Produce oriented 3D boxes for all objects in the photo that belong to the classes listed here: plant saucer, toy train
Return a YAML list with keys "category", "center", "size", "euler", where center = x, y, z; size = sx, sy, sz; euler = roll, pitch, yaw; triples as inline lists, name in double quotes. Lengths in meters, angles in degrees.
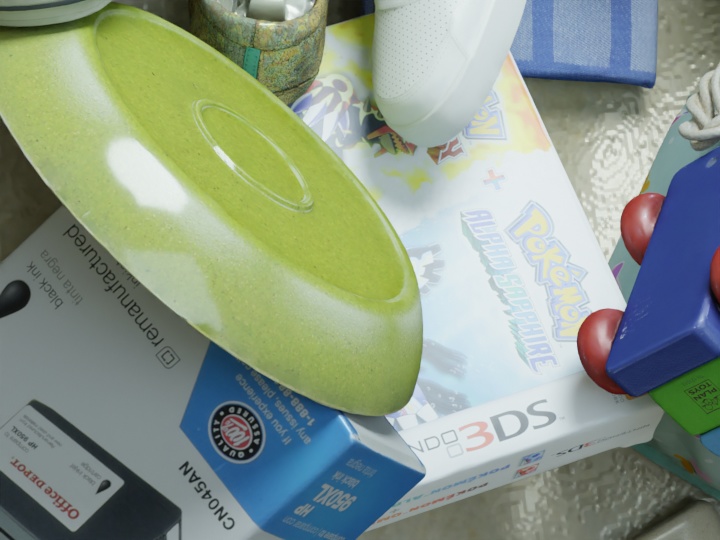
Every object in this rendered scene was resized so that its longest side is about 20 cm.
- category: "plant saucer"
  center: [-0.046, -0.032, 0.955]
  size: [0.200, 0.200, 0.031]
  euler: [38, 108, -16]
- category: "toy train"
  center: [0.168, -0.003, 1.064]
  size: [0.116, 0.085, 0.200]
  euler: [44, 42, -18]

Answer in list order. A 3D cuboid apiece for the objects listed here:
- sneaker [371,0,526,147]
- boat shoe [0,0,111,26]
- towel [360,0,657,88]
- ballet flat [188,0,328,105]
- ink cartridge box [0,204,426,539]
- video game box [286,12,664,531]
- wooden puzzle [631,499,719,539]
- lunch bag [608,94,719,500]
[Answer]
- category: "sneaker"
  center: [0.011, -0.156, 1.043]
  size: [0.116, 0.074, 0.200]
  euler: [25, 66, -36]
- category: "boat shoe"
  center: [-0.093, -0.152, 0.984]
  size: [0.200, 0.075, 0.062]
  euler: [-61, 145, -59]
- category: "towel"
  center: [0.064, -0.181, 1.176]
  size: [0.147, 0.024, 0.200]
  euler: [1, 85, -23]
- category: "ballet flat"
  center: [-0.035, -0.161, 1.076]
  size: [0.071, 0.071, 0.200]
  euler: [14, 62, -22]
- category: "ink cartridge box"
  center: [-0.102, 0.080, 0.975]
  size: [0.200, 0.084, 0.145]
  euler: [-43, 68, 6]
- category: "video game box"
  center: [0.000, 0.000, 1.068]
  size: [0.182, 0.047, 0.200]
  euler: [-17, 70, -17]
- category: "wooden puzzle"
  center: [0.120, 0.222, 1.152]
  size: [0.200, 0.046, 0.185]
  euler: [-29, 97, -23]
- category: "lunch bag"
  center: [0.209, 0.029, 1.170]
  size: [0.200, 0.122, 0.170]
  euler: [28, 74, -13]
